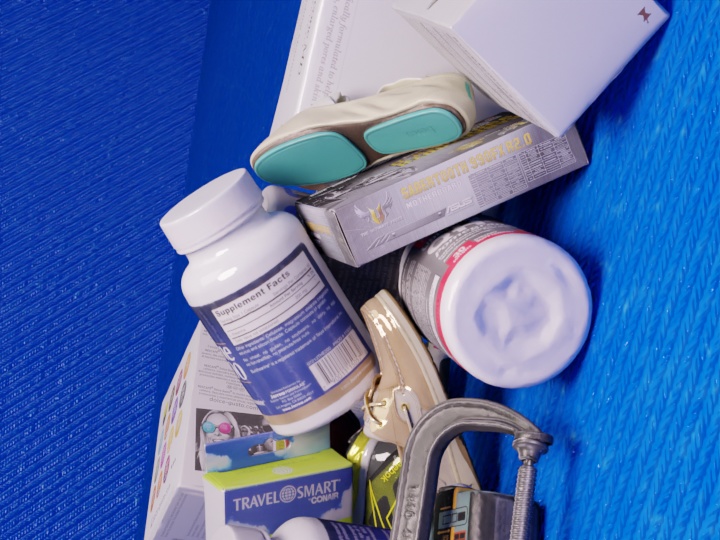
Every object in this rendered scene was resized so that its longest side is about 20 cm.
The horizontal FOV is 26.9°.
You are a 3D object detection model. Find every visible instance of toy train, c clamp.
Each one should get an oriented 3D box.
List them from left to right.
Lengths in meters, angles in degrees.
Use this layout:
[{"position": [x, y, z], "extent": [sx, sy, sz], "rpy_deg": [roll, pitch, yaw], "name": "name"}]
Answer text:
[{"position": [0.076, 0.249, 1.084], "extent": [0.114, 0.085, 0.201], "rpy_deg": [-31, 48, 59], "name": "toy train"}, {"position": [0.090, 0.182, 1.030], "extent": [0.170, 0.027, 0.201], "rpy_deg": [-10, 66, 37], "name": "c clamp"}]

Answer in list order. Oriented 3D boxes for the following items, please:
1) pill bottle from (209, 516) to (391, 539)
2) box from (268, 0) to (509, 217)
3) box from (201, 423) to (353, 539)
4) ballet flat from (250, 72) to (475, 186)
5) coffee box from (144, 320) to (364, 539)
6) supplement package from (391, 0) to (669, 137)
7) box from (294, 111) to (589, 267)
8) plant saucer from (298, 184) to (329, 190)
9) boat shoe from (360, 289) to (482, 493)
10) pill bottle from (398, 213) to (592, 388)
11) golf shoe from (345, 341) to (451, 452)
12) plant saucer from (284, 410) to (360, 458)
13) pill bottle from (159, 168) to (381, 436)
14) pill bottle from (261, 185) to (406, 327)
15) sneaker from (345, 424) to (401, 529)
[{"position": [-0.019, 0.255, 1.171], "extent": [0.120, 0.199, 0.120], "rpy_deg": [13, 90, 67], "name": "pill bottle"}, {"position": [0.039, -0.169, 1.318], "extent": [0.131, 0.199, 0.200], "rpy_deg": [-124, 46, -72], "name": "box"}, {"position": [-0.067, 0.234, 1.243], "extent": [0.048, 0.122, 0.201], "rpy_deg": [24, 118, 58], "name": "box"}, {"position": [0.003, -0.118, 1.215], "extent": [0.199, 0.069, 0.070], "rpy_deg": [-10, 68, 26], "name": "ballet flat"}, {"position": [-0.109, 0.199, 1.608], "extent": [0.200, 0.199, 0.198], "rpy_deg": [121, 157, -54], "name": "coffee box"}, {"position": [0.119, -0.193, 1.116], "extent": [0.117, 0.117, 0.200], "rpy_deg": [-47, 18, 3], "name": "supplement package"}, {"position": [0.058, -0.068, 1.183], "extent": [0.158, 0.199, 0.048], "rpy_deg": [-159, 46, -77], "name": "box"}, {"position": [0.009, -0.128, 1.513], "extent": [0.200, 0.200, 0.032], "rpy_deg": [-126, 12, -72], "name": "plant saucer"}, {"position": [0.036, 0.115, 1.172], "extent": [0.074, 0.069, 0.201], "rpy_deg": [-143, 30, -80], "name": "boat shoe"}, {"position": [0.091, 0.015, 1.141], "extent": [0.200, 0.110, 0.111], "rpy_deg": [-145, 67, -75], "name": "pill bottle"}, {"position": [0.045, 0.136, 1.353], "extent": [0.088, 0.077, 0.200], "rpy_deg": [-50, -11, -30], "name": "golf shoe"}, {"position": [-0.026, 0.191, 1.409], "extent": [0.200, 0.037, 0.200], "rpy_deg": [57, -159, -61], "name": "plant saucer"}, {"position": [-0.074, 0.024, 1.211], "extent": [0.111, 0.200, 0.111], "rpy_deg": [-29, 15, 9], "name": "pill bottle"}, {"position": [0.000, 0.000, 1.336], "extent": [0.114, 0.199, 0.114], "rpy_deg": [-167, 90, -76], "name": "pill bottle"}, {"position": [0.030, 0.228, 1.287], "extent": [0.074, 0.084, 0.201], "rpy_deg": [-36, -50, -49], "name": "sneaker"}]
